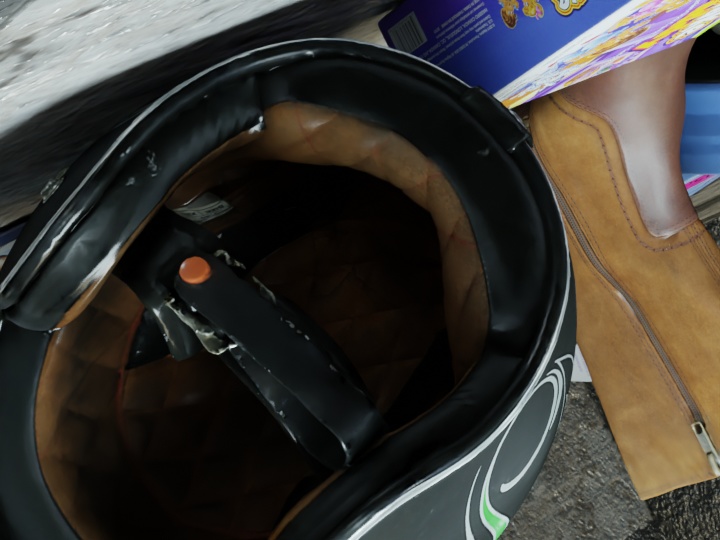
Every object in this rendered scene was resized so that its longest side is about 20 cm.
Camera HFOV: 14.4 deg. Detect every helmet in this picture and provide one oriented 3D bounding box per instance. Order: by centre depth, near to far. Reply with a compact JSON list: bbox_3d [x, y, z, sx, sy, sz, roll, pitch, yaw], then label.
[{"bbox_3d":[-0.029,0.032,0.919,0.200,0.200,0.191,-24,165,-22],"label":"helmet"}]

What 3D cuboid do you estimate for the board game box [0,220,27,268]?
[{"bbox_3d":[-0.130,0.063,1.029,0.200,0.136,0.034,-27,176,-2],"label":"board game box"}]

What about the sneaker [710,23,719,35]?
[{"bbox_3d":[0.214,-0.127,1.158,0.088,0.074,0.200,-18,176,-30],"label":"sneaker"}]

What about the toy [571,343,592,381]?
[{"bbox_3d":[0.020,0.013,1.445,0.199,0.047,0.115,1,158,13],"label":"toy"}]

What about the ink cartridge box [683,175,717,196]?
[{"bbox_3d":[0.116,-0.054,1.465,0.136,0.077,0.200,-25,177,-13],"label":"ink cartridge box"}]

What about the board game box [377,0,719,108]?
[{"bbox_3d":[0.113,-0.116,0.918,0.134,0.045,0.200,-23,174,-35],"label":"board game box"}]

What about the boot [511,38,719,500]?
[{"bbox_3d":[0.125,-0.018,1.109,0.068,0.200,0.188,-21,174,-43],"label":"boot"}]

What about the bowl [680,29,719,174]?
[{"bbox_3d":[0.184,-0.082,1.254,0.200,0.040,0.201,-5,-166,1],"label":"bowl"}]
